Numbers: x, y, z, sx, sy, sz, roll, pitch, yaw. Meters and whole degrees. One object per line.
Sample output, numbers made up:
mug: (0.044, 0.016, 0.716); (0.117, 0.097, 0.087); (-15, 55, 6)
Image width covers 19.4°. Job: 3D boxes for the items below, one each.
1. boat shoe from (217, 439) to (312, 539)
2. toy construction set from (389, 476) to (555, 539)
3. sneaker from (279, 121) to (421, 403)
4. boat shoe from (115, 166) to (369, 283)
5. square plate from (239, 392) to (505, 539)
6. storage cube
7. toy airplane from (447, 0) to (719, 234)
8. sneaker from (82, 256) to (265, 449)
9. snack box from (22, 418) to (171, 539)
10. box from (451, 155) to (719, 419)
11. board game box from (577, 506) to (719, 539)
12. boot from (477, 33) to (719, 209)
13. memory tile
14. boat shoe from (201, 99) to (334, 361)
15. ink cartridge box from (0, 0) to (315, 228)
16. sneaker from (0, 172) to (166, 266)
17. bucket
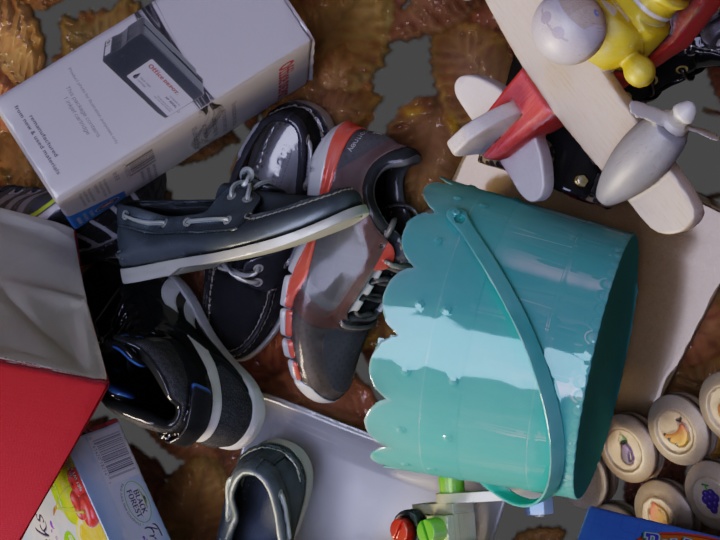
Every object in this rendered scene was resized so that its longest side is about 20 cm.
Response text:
boat shoe: (-0.083, 0.221, 1.503); (0.073, 0.062, 0.200); (15, 103, 16)
toy construction set: (0.088, 0.211, 1.429); (0.131, 0.092, 0.200); (-8, 70, 48)
sneaker: (0.000, 0.000, 1.466); (0.082, 0.077, 0.200); (12, 102, 28)
boat shoe: (-0.087, -0.037, 1.434); (0.200, 0.073, 0.062); (-13, 90, 32)
square plate: (-0.007, 0.209, 1.533); (0.198, 0.028, 0.200); (18, 104, 14)
storage cube: (-0.293, 0.067, 1.444); (0.200, 0.171, 0.180); (14, 125, -28)
toy airplane: (0.130, -0.133, 1.295); (0.200, 0.141, 0.199); (11, 88, 23)
sneaker: (-0.159, 0.047, 1.482); (0.200, 0.112, 0.073); (42, 106, 34)
snack box: (-0.185, 0.223, 1.537); (0.142, 0.053, 0.200); (-34, 79, 54)
box: (0.144, -0.006, 1.454); (0.200, 0.021, 0.164); (28, 106, 12)
board game box: (0.218, 0.248, 1.401); (0.152, 0.045, 0.200); (12, 138, 15)
boot: (0.180, -0.113, 1.385); (0.200, 0.073, 0.151); (20, 92, 18)
memory tile: (0.220, 0.157, 1.405); (0.200, 0.017, 0.153); (-32, 82, 48)
boat shoe: (-0.073, -0.025, 1.501); (0.074, 0.060, 0.200); (26, 106, 11)
ink cartridge box: (-0.136, -0.122, 1.428); (0.200, 0.145, 0.084); (-33, 87, -6)
sneaker: (-0.235, -0.039, 1.545); (0.200, 0.074, 0.081); (-29, 49, 4)
bucket: (0.096, 0.049, 1.362); (0.135, 0.207, 0.207); (12, 102, 15)
